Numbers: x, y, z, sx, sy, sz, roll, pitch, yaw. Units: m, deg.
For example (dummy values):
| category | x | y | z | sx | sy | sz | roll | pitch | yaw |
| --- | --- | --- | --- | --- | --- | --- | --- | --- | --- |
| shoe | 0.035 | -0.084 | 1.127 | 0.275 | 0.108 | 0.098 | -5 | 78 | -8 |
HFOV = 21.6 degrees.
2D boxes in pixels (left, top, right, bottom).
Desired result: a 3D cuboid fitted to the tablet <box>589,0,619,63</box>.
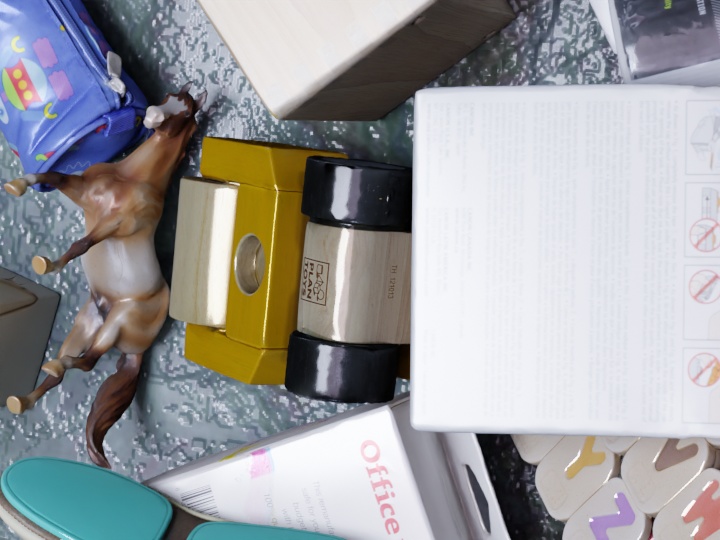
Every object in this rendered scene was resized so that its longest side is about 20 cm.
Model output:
| category | x | y | z | sx | sy | sz | roll | pitch | yaw |
| --- | --- | --- | --- | --- | --- | --- | --- | --- | --- |
| tablet | 0.203 | -0.190 | 0.965 | 0.199 | 0.014 | 0.131 | -26 | 86 | 19 |

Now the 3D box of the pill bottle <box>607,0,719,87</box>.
| category | x | y | z | sx | sy | sz | roll | pitch | yaw |
| --- | --- | --- | --- | --- | --- | --- | --- | --- | --- |
| pill bottle | 0.226 | -0.123 | 0.906 | 0.199 | 0.106 | 0.107 | -13 | 90 | 15 |

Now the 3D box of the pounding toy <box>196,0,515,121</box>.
| category | x | y | z | sx | sy | sz | roll | pitch | yaw |
| --- | --- | --- | --- | --- | --- | --- | --- | --- | --- |
| pounding toy | -0.019 | -0.197 | 0.949 | 0.142 | 0.184 | 0.200 | -35 | 83 | 18 |

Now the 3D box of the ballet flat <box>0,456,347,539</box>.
| category | x | y | z | sx | sy | sz | roll | pitch | yaw |
| --- | --- | --- | --- | --- | --- | --- | --- | --- | --- |
| ballet flat | -0.093 | 0.149 | 0.936 | 0.199 | 0.069 | 0.070 | 14 | 99 | 17 |

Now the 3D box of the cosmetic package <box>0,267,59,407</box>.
| category | x | y | z | sx | sy | sz | roll | pitch | yaw |
| --- | --- | --- | --- | --- | --- | --- | --- | --- | --- |
| cosmetic package | -0.262 | 0.036 | 1.041 | 0.103 | 0.200 | 0.073 | 21 | 101 | 15 |

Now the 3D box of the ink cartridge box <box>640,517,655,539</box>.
| category | x | y | z | sx | sy | sz | roll | pitch | yaw |
| --- | --- | --- | --- | --- | --- | --- | --- | --- | --- |
| ink cartridge box | 0.258 | 0.143 | 0.918 | 0.199 | 0.084 | 0.145 | -24 | 100 | 20 |

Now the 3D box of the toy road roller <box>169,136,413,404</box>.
| category | x | y | z | sx | sy | sz | roll | pitch | yaw |
| --- | --- | --- | --- | --- | --- | --- | --- | --- | --- |
| toy road roller | 0.000 | 0.000 | 1.009 | 0.200 | 0.145 | 0.124 | 14 | 100 | 54 |

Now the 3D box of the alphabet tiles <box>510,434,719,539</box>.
| category | x | y | z | sx | sy | sz | roll | pitch | yaw |
| --- | --- | --- | --- | --- | --- | --- | --- | --- | --- |
| alphabet tiles | 0.151 | 0.049 | 0.917 | 0.196 | 0.015 | 0.200 | -47 | 40 | 23 |

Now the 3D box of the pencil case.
| category | x | y | z | sx | sy | sz | roll | pitch | yaw |
| --- | --- | --- | --- | --- | --- | --- | --- | --- | --- |
| pencil case | -0.193 | -0.144 | 1.067 | 0.087 | 0.078 | 0.201 | -35 | 83 | 35 |

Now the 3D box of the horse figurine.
| category | x | y | z | sx | sy | sz | roll | pitch | yaw |
| --- | --- | --- | --- | --- | --- | --- | --- | --- | --- |
| horse figurine | -0.141 | 0.004 | 1.048 | 0.050 | 0.132 | 0.201 | 15 | 117 | 27 |

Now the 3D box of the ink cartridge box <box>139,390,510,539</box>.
| category | x | y | z | sx | sy | sz | roll | pitch | yaw |
| --- | --- | --- | --- | --- | --- | --- | --- | --- | --- |
| ink cartridge box | -0.011 | 0.144 | 1.003 | 0.199 | 0.125 | 0.129 | -19 | 88 | 19 |

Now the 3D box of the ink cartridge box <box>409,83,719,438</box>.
| category | x | y | z | sx | sy | sz | roll | pitch | yaw |
| --- | --- | --- | --- | --- | --- | --- | --- | --- | --- |
| ink cartridge box | 0.123 | -0.004 | 0.870 | 0.199 | 0.047 | 0.161 | 1 | 87 | 14 |
